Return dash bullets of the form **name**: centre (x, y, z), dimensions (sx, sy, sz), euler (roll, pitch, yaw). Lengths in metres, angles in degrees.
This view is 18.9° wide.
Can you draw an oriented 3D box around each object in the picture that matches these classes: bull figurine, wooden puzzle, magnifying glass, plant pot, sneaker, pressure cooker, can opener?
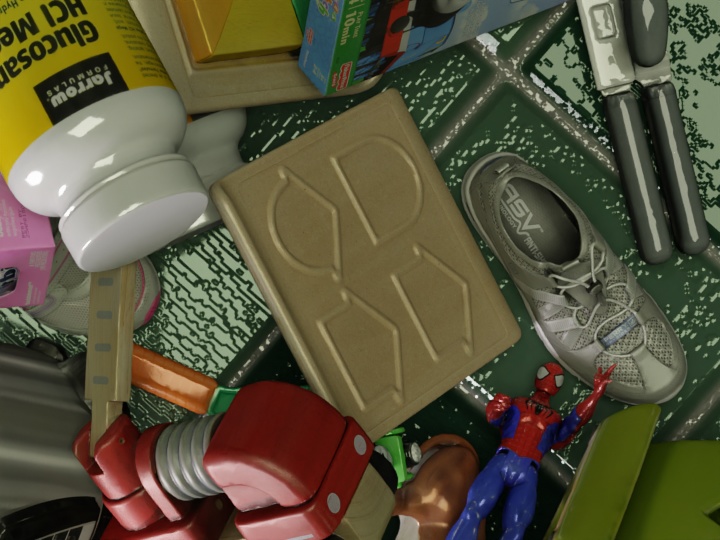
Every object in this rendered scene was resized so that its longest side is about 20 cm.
- **bull figurine**: centre (0.044, 0.209, 1.396), dimensions (0.121, 0.065, 0.202), euler (-4, 82, -25)
- **wooden puzzle**: centre (0.000, 0.000, 1.363), dimensions (0.200, 0.046, 0.186), euler (-32, 96, -46)
- **magnifying glass**: centre (-0.079, 0.093, 1.423), dimensions (0.199, 0.022, 0.080), euler (24, 89, -4)
- **plant pot**: centre (0.188, 0.214, 1.320), dimensions (0.181, 0.200, 0.200), euler (25, 125, 5)
- **sneaker**: centre (-0.222, -0.017, 1.381), dimensions (0.199, 0.088, 0.082), euler (25, 89, -2)
- **pressure cooker**: centre (-0.241, 0.124, 1.330), dimensions (0.175, 0.200, 0.180), euler (-1, 79, 30)
- **wooden puzzle**: centre (-0.077, -0.195, 1.353), dimensions (0.199, 0.037, 0.186), euler (-13, 85, -45)
- **can opener**: centre (0.185, -0.104, 1.413), dimensions (0.052, 0.066, 0.201), euler (-13, 95, -4)
- **sneaker**: centre (0.136, 0.010, 1.398), dimensions (0.075, 0.082, 0.200), euler (-43, 91, -2)

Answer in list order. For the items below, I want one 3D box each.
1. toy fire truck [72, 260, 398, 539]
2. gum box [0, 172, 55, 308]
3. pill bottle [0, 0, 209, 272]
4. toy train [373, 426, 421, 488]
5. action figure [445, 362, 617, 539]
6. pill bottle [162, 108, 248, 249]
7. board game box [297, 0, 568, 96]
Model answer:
- **toy fire truck**: centre (-0.092, 0.095, 1.262), dimensions (0.175, 0.129, 0.200), euler (-16, 121, 35)
- **gum box**: centre (-0.256, -0.066, 1.302), dimensions (0.113, 0.066, 0.201), euler (-5, 58, -18)
- **pill bottle**: centre (-0.169, -0.106, 1.243), dimensions (0.112, 0.112, 0.201), euler (-30, 75, -2)
- **toy train**: centre (-0.057, 0.129, 1.367), dimensions (0.199, 0.056, 0.042), euler (-11, 88, 27)
- **action figure**: centre (0.101, 0.119, 1.352), dimensions (0.065, 0.099, 0.201), euler (23, 48, 2)
- **pill bottle**: centre (-0.141, -0.117, 1.371), dimensions (0.116, 0.116, 0.201), euler (-24, 90, -2)
- **board game box**: centre (0.061, -0.200, 1.330), dimensions (0.199, 0.152, 0.037), euler (-25, 60, -27)
